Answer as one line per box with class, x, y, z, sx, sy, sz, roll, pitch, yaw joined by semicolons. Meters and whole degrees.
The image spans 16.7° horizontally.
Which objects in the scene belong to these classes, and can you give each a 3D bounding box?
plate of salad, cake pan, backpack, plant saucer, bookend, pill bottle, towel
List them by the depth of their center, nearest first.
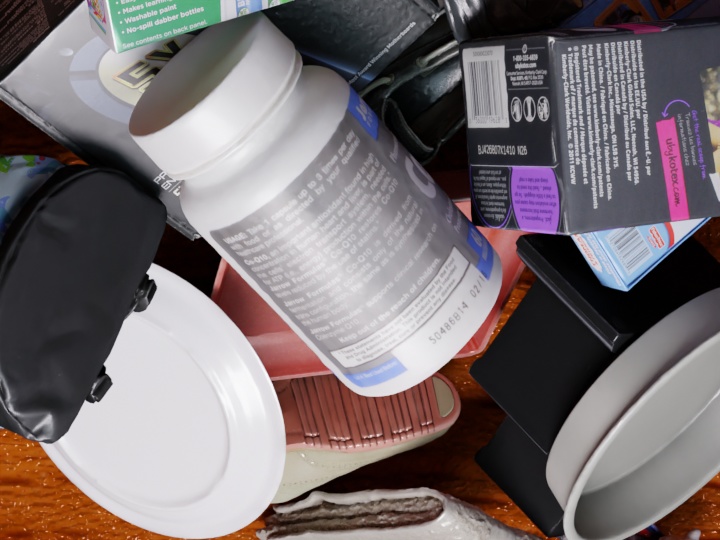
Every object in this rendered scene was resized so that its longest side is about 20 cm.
pill bottle;-0.025;-0.037;1.313;0.114;0.114;0.200;-38;114;12
backpack;-0.232;0.009;1.370;0.154;0.200;0.164;39;62;-29
cake pan;0.189;0.084;1.474;0.200;0.037;0.201;-33;152;-20
plant saucer;0.000;0.000;1.482;0.199;0.037;0.200;-6;151;-16
plate of salad;-0.127;0.073;1.483;0.199;0.048;0.201;15;125;23
bookend;0.132;0.080;1.537;0.198;0.092;0.200;-4;133;-53
towel;0.035;0.177;1.594;0.132;0.035;0.200;26;157;-35

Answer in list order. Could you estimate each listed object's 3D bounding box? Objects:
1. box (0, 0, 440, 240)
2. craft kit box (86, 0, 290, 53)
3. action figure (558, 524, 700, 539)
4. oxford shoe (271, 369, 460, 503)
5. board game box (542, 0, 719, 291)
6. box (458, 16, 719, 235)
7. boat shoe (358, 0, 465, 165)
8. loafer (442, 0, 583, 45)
box;-0.085;-0.142;1.360;0.200;0.086;0.164;-41;126;14
craft kit box;-0.055;-0.230;1.228;0.199;0.049;0.198;-19;120;-16
action figure;0.176;0.251;1.727;0.193;0.105;0.200;-39;124;25
oxford shoe;-0.033;0.107;1.580;0.199;0.071;0.074;-8;141;0
board game box;0.182;-0.109;1.425;0.200;0.037;0.152;-39;108;-15
box;0.169;-0.083;1.335;0.199;0.122;0.107;-7;96;-23
boat shoe;0.014;-0.089;1.445;0.200;0.064;0.071;-43;126;15
loafer;0.068;-0.220;1.341;0.072;0.073;0.201;-9;121;18
